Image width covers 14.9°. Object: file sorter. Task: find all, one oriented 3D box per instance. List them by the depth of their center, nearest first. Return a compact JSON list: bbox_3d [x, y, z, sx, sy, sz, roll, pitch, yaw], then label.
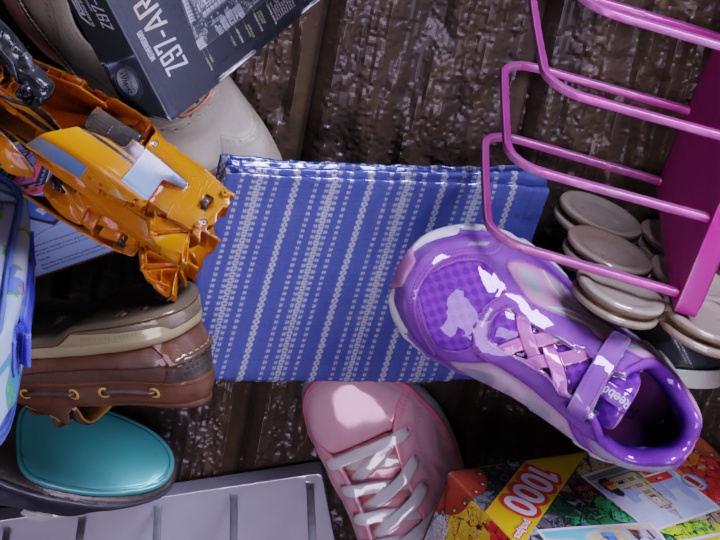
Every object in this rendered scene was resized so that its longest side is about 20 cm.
[{"bbox_3d":[0.147,-0.109,1.431,0.125,0.139,0.201,16,119,-8],"label":"file sorter"},{"bbox_3d":[-0.109,0.216,1.616,0.198,0.125,0.140,-8,120,3],"label":"file sorter"}]

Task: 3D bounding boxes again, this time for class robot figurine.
[{"bbox_3d":[-0.160,-0.067,1.413,0.199,0.145,0.058,33,74,2],"label":"robot figurine"}]

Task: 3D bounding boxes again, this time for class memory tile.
[{"bbox_3d":[0.200,0.017,1.495,0.199,0.154,0.017,19,112,-11],"label":"memory tile"}]

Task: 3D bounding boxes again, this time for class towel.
[{"bbox_3d":[0.000,0.000,1.524,0.199,0.024,0.146,1,124,-23],"label":"towel"}]

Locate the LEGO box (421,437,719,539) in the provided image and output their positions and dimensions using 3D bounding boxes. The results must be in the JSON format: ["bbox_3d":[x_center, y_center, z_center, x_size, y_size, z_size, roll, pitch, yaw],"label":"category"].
[{"bbox_3d":[0.152,0.174,1.539,0.199,0.149,0.078,-5,127,-39],"label":"LEGO box"}]

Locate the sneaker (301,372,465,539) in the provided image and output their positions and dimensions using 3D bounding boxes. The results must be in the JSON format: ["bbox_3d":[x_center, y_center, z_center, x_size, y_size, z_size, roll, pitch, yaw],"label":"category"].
[{"bbox_3d":[0.029,0.146,1.592,0.075,0.105,0.201,-22,118,13],"label":"sneaker"}]

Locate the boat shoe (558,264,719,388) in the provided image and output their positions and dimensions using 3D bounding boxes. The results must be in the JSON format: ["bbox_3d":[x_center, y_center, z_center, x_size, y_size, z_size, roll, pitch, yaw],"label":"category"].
[{"bbox_3d":[0.113,0.022,1.535,0.199,0.072,0.068,7,99,-19],"label":"boat shoe"}]

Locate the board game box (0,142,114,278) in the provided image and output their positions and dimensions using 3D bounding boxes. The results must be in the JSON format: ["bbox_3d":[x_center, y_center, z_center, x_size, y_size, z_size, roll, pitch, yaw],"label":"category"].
[{"bbox_3d":[-0.208,-0.037,1.524,0.199,0.019,0.103,-18,120,8],"label":"board game box"}]

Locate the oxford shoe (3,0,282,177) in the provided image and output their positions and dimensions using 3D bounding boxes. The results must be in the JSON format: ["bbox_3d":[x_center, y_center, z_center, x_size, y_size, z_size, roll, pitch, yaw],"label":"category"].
[{"bbox_3d":[-0.107,-0.099,1.450,0.200,0.074,0.071,42,77,-24],"label":"oxford shoe"}]

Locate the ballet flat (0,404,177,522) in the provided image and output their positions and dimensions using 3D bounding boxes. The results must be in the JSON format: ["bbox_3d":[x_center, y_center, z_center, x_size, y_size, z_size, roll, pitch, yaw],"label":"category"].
[{"bbox_3d":[-0.207,0.109,1.589,0.198,0.073,0.073,9,120,-14],"label":"ballet flat"}]

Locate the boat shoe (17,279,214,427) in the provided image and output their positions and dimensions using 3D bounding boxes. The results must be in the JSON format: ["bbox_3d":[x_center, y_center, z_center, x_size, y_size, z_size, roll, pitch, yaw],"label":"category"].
[{"bbox_3d":[-0.164,0.055,1.511,0.199,0.072,0.068,-8,108,34],"label":"boat shoe"}]

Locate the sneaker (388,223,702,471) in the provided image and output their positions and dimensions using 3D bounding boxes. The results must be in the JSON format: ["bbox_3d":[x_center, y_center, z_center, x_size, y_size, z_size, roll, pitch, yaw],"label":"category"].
[{"bbox_3d":[0.106,0.046,1.453,0.199,0.088,0.081,32,94,-23],"label":"sneaker"}]

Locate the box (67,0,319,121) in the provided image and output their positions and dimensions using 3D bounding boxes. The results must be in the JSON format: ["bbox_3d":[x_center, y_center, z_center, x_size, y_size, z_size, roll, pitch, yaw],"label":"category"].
[{"bbox_3d":[-0.091,-0.201,1.368,0.160,0.043,0.201,-41,122,-24],"label":"box"}]

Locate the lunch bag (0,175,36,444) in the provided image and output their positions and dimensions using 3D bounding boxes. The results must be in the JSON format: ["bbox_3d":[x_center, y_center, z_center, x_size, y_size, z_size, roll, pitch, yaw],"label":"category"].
[{"bbox_3d":[-0.247,0.022,1.430,0.159,0.200,0.083,-2,121,-2],"label":"lunch bag"}]
